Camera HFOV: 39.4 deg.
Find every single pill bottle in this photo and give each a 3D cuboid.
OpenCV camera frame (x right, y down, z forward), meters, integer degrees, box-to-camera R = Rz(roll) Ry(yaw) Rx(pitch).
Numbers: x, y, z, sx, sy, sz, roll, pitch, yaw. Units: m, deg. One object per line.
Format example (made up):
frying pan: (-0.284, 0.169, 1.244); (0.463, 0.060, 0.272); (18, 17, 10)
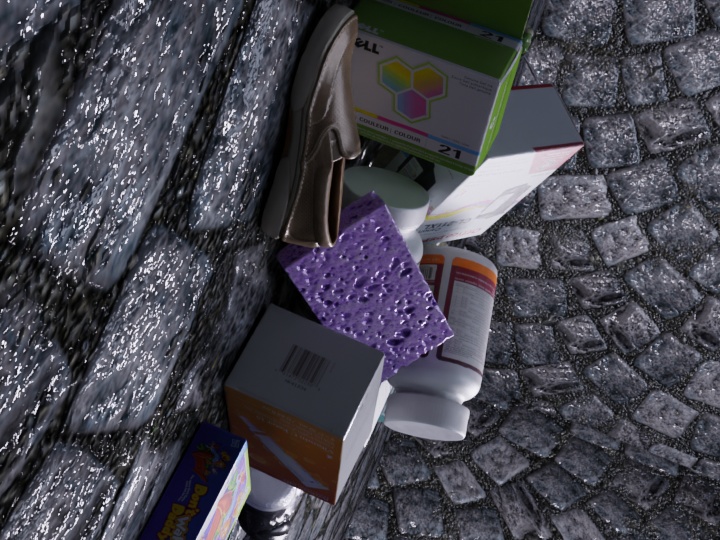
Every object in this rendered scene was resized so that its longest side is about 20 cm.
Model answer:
pill bottle: (0.000, 0.000, 1.056); (0.116, 0.116, 0.200); (-53, 163, -61)
pill bottle: (0.087, 0.082, 1.126); (0.110, 0.109, 0.200); (85, 15, -71)

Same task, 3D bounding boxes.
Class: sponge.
sponge: (0.009, 0.025, 0.981); (0.111, 0.030, 0.200); (-33, 132, -2)

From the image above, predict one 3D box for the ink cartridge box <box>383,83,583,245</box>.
ink cartridge box: (0.118, -0.109, 1.089); (0.146, 0.083, 0.200); (-12, 160, -35)

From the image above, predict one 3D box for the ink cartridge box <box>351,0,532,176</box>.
ink cartridge box: (0.059, -0.198, 0.840); (0.200, 0.148, 0.076); (101, 15, -47)

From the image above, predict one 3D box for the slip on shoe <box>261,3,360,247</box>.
slip on shoe: (-0.026, -0.110, 0.808); (0.076, 0.061, 0.200); (-48, 157, -67)

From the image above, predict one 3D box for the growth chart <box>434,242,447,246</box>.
growth chart: (0.090, -0.061, 1.432); (0.145, 0.018, 0.200); (-34, -156, 32)

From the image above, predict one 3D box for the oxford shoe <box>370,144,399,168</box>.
oxford shoe: (0.062, -0.145, 1.241); (0.058, 0.075, 0.200); (90, 17, -60)

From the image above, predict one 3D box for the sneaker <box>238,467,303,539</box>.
sneaker: (-0.093, 0.263, 1.247); (0.200, 0.075, 0.114); (-37, 151, -57)

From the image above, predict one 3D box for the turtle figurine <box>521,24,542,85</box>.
turtle figurine: (0.100, -0.211, 1.038); (0.194, 0.144, 0.200); (-41, 136, -54)

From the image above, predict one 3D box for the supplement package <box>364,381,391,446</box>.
supplement package: (-0.008, 0.091, 1.224); (0.117, 0.117, 0.200); (89, 23, -63)

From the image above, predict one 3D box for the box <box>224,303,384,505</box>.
box: (-0.056, 0.140, 1.009); (0.200, 0.124, 0.098); (96, 19, -60)

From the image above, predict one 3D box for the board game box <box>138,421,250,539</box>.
board game box: (-0.161, 0.252, 0.893); (0.135, 0.045, 0.200); (97, 17, -59)

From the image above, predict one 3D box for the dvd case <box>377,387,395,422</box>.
dvd case: (0.009, 0.112, 1.343); (0.022, 0.146, 0.200); (60, 44, -36)
